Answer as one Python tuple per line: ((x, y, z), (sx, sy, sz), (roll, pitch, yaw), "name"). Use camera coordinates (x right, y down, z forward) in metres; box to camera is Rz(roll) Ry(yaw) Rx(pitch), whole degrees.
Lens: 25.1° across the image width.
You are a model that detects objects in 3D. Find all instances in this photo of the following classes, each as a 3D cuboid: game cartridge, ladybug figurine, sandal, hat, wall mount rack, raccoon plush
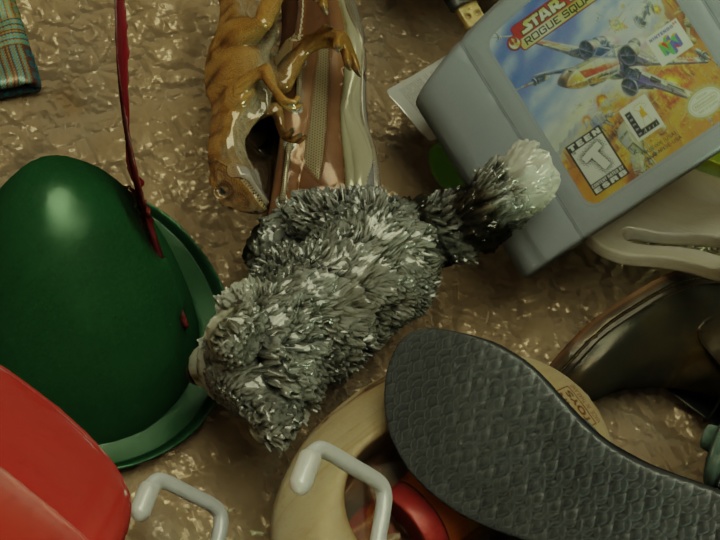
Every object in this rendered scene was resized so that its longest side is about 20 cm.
((0.133, -0.104, 0.850), (0.199, 0.042, 0.134), (-34, 88, 15), "game cartridge")
((0.040, 0.118, 0.800), (0.199, 0.072, 0.136), (-27, 70, -27), "ladybug figurine")
((0.095, 0.099, 0.754), (0.199, 0.043, 0.077), (33, 92, 13), "sandal")
((-0.135, -0.029, 0.779), (0.164, 0.177, 0.201), (-23, 67, -28), "hat")
((-0.059, 0.166, 0.672), (0.074, 0.199, 0.176), (31, 58, -34), "wall mount rack")
((0.000, 0.000, 0.789), (0.097, 0.200, 0.134), (47, 17, -8), "raccoon plush")

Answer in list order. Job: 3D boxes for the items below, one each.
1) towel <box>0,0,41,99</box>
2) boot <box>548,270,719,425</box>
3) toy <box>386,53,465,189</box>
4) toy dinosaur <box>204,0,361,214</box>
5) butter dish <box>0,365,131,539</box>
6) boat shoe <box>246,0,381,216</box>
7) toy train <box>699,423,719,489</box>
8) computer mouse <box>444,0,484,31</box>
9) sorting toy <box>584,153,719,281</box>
((-0.278, -0.174, 0.926), (0.145, 0.022, 0.202), (-13, 64, -21), "towel")
((0.194, 0.052, 0.882), (0.198, 0.075, 0.097), (-22, 64, -28), "boot")
((0.114, -0.098, 0.967), (0.199, 0.047, 0.115), (-33, 74, -36), "toy")
((-0.061, -0.123, 0.869), (0.105, 0.061, 0.202), (-22, 46, 18), "toy dinosaur")
((-0.179, 0.107, 0.699), (0.199, 0.201, 0.148), (36, 34, 4), "butter dish")
((-0.034, -0.095, 0.912), (0.071, 0.076, 0.202), (-1, 57, -11), "boat shoe")
((0.209, 0.114, 0.805), (0.085, 0.114, 0.201), (23, 67, 23), "toy train")
((0.119, -0.166, 0.889), (0.140, 0.046, 0.201), (-35, 84, 10), "computer mouse")
((0.218, -0.055, 0.883), (0.179, 0.108, 0.199), (-36, 29, -29), "sorting toy")
